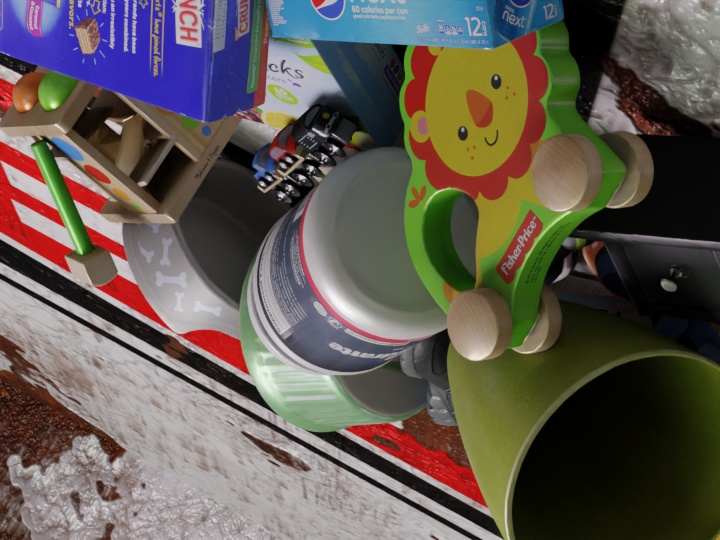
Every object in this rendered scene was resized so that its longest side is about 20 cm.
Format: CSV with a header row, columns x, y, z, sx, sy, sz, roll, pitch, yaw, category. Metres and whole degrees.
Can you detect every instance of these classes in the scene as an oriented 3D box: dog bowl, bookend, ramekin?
x,y,z,sx,sy,sz,roll,pitch,yaw,category
-0.121,-0.016,1.584,0.200,0.200,0.059,38,127,-21,dog bowl
0.262,0.016,1.124,0.200,0.092,0.199,8,141,40,bookend
-0.002,0.045,1.538,0.098,0.200,0.200,-3,143,46,ramekin

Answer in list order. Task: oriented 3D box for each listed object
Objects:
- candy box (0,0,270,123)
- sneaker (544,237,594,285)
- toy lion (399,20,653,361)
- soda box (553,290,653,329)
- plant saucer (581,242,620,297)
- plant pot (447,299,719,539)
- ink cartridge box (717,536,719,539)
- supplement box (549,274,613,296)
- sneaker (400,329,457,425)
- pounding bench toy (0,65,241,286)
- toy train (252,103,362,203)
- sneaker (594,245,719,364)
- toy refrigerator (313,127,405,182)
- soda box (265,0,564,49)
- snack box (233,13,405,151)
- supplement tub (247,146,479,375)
x,y,z,sx,sy,sz,roll,pitch,yaw,category
-0.156,-0.210,1.165,0.200,0.077,0.170,22,119,28,candy box
0.119,-0.023,1.292,0.072,0.083,0.200,61,169,10,sneaker
0.084,-0.072,1.104,0.192,0.069,0.200,51,130,32,toy lion
0.176,0.060,1.345,0.199,0.064,0.068,6,151,32,soda box
0.259,0.007,1.278,0.200,0.032,0.200,27,161,10,plant saucer
0.141,0.098,1.207,0.187,0.187,0.200,43,-178,-33,plant pot
0.297,0.159,1.418,0.199,0.077,0.136,20,139,-20,ink cartridge box
0.167,0.058,1.489,0.200,0.074,0.126,15,156,39,supplement box
0.087,0.072,1.451,0.082,0.073,0.200,4,156,20,sneaker
-0.230,-0.107,1.480,0.156,0.200,0.124,41,160,-30,pounding bench toy
-0.047,-0.088,1.299,0.046,0.034,0.200,34,163,-8,toy train
0.249,0.046,1.218,0.200,0.082,0.074,30,163,9,sneaker
0.054,-0.046,1.402,0.200,0.070,0.076,41,159,-30,toy refrigerator
0.026,-0.180,1.066,0.200,0.068,0.064,12,120,46,soda box
-0.076,-0.174,1.273,0.200,0.068,0.169,17,158,31,snack box
0.000,0.000,1.291,0.140,0.141,0.200,34,157,-8,supplement tub
